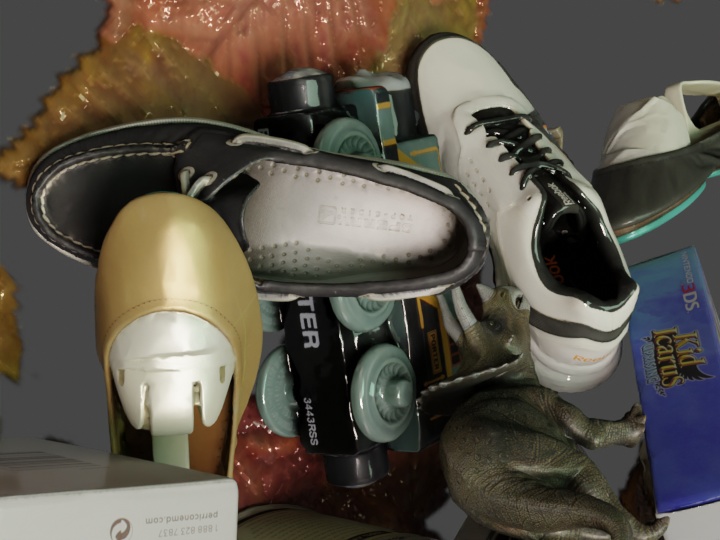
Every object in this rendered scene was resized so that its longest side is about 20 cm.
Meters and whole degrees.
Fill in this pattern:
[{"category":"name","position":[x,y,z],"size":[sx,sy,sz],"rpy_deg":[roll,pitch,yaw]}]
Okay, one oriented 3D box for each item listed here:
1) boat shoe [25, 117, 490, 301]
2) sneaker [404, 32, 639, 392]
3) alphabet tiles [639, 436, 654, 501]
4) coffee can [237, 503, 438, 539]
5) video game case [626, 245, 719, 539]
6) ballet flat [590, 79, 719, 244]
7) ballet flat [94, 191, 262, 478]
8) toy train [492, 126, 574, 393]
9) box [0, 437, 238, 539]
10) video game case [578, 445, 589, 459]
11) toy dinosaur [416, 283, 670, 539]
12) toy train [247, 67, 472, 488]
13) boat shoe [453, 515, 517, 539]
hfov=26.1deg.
[{"category":"boat shoe","position":[-0.045,-0.022,0.651],"size":[0.200,0.060,0.074],"rpy_deg":[9,97,-1]},{"category":"sneaker","position":[0.083,-0.043,0.767],"size":[0.074,0.080,0.200],"rpy_deg":[-20,69,-18]},{"category":"alphabet tiles","position":[0.223,0.157,0.924],"size":[0.196,0.015,0.200],"rpy_deg":[60,32,-16]},{"category":"coffee can","position":[0.017,0.188,0.684],"size":[0.146,0.200,0.147],"rpy_deg":[-2,93,-40]},{"category":"video game case","position":[0.179,0.115,0.757],"size":[0.200,0.045,0.181],"rpy_deg":[-83,152,-59]},{"category":"ballet flat","position":[0.182,-0.072,0.913],"size":[0.200,0.068,0.068],"rpy_deg":[-26,98,-48]},{"category":"ballet flat","position":[-0.073,0.062,0.639],"size":[0.069,0.063,0.200],"rpy_deg":[-2,128,-5]},{"category":"toy train","position":[0.086,0.004,0.814],"size":[0.046,0.034,0.200],"rpy_deg":[42,46,-45]},{"category":"box","position":[-0.135,0.171,0.585],"size":[0.106,0.152,0.200],"rpy_deg":[3,89,-41]},{"category":"video game case","position":[0.138,0.172,0.819],"size":[0.036,0.181,0.200],"rpy_deg":[-30,117,9]},{"category":"toy dinosaur","position":[0.070,0.084,0.656],"size":[0.102,0.200,0.077],"rpy_deg":[18,117,-6]},{"category":"toy train","position":[0.000,0.000,0.748],"size":[0.114,0.085,0.200],"rpy_deg":[-18,101,-51]},{"category":"boat shoe","position":[0.061,0.219,0.796],"size":[0.200,0.066,0.070],"rpy_deg":[-70,155,-13]}]
